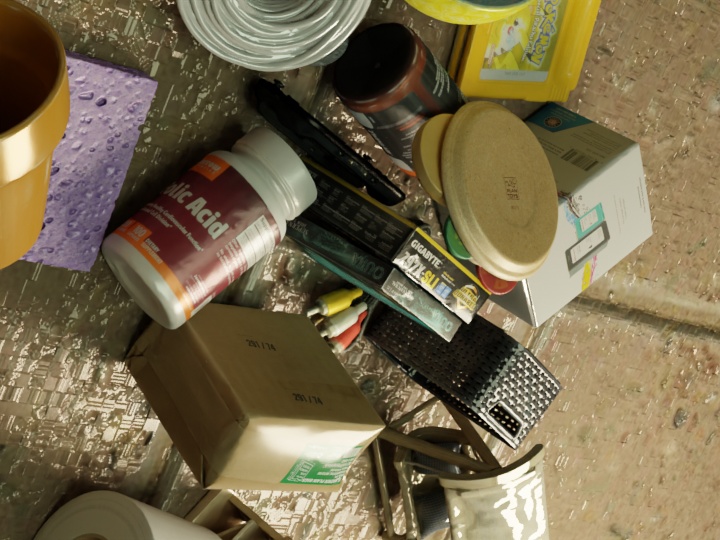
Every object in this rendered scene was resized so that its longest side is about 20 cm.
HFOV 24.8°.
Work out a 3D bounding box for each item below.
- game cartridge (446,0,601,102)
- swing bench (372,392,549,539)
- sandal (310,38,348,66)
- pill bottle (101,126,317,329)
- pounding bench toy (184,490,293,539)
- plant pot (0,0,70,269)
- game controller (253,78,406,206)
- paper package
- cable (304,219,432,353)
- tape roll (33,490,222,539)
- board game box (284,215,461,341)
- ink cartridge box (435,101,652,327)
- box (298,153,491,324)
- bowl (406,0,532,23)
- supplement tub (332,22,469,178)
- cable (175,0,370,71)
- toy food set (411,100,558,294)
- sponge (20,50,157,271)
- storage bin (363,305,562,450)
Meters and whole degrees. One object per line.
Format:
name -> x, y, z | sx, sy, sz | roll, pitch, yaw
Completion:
game cartridge -> 0.192, -0.279, 1.859 | 0.200, 0.032, 0.177 | -3, 115, -41
swing bench -> 0.123, 0.274, 1.986 | 0.130, 0.200, 0.199 | -30, 130, -26
sandal -> -0.064, -0.294, 1.609 | 0.076, 0.043, 0.200 | -18, 126, -10
pill bottle -> -0.146, -0.046, 1.621 | 0.200, 0.114, 0.114 | -41, 135, -18
pounding bench toy -> -0.151, 0.372, 1.824 | 0.200, 0.156, 0.124 | -47, 136, -11
plant pot -> -0.338, -0.101, 1.375 | 0.200, 0.200, 0.183 | -31, 146, -26
game controller -> -0.029, -0.130, 1.687 | 0.200, 0.104, 0.042 | 36, 85, -47
paper package -> -0.109, 0.132, 1.694 | 0.200, 0.191, 0.104 | 9, 124, -46
cable -> 0.018, 0.028, 1.859 | 0.200, 0.050, 0.097 | -35, 131, -21
tape roll -> -0.242, 0.342, 1.692 | 0.139, 0.203, 0.203 | 33, 89, -48
board game box -> 0.000, 0.000, 1.716 | 0.135, 0.200, 0.028 | 37, 84, -46
ink cartridge box -> 0.214, -0.067, 1.915 | 0.200, 0.147, 0.146 | -36, 134, -21
box -> 0.026, -0.033, 1.723 | 0.049, 0.200, 0.160 | -53, 136, -3
bowl -> 0.088, -0.324, 1.655 | 0.200, 0.200, 0.108 | -22, 169, -33
supplement tub -> 0.060, -0.167, 1.746 | 0.107, 0.107, 0.200 | -52, 137, -7
cable -> -0.080, -0.287, 1.538 | 0.200, 0.069, 0.200 | 6, 121, -22
toy food set -> 0.139, -0.079, 1.712 | 0.200, 0.049, 0.198 | -26, 99, -51
sponge -> -0.271, -0.101, 1.538 | 0.111, 0.030, 0.200 | 10, 107, -45
storage bin -> 0.117, 0.104, 1.883 | 0.094, 0.200, 0.135 | -52, 137, -5
